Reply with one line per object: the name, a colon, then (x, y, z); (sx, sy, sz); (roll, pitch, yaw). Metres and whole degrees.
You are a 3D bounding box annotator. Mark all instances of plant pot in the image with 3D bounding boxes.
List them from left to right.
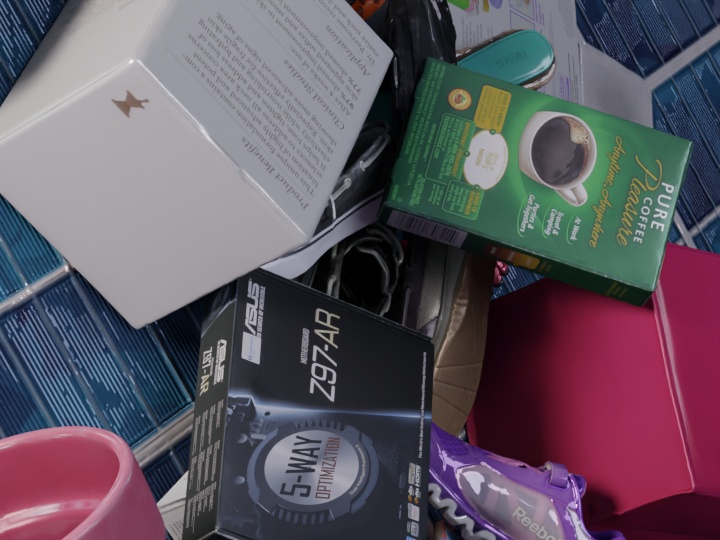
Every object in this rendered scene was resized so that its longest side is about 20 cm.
plant pot: (-0.184, 0.211, 1.385); (0.200, 0.200, 0.179); (-47, 123, -50)

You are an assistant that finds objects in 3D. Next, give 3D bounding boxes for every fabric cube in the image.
fabric cube: (0.216, 0.104, 1.882); (0.199, 0.200, 0.196); (12, 63, -45)

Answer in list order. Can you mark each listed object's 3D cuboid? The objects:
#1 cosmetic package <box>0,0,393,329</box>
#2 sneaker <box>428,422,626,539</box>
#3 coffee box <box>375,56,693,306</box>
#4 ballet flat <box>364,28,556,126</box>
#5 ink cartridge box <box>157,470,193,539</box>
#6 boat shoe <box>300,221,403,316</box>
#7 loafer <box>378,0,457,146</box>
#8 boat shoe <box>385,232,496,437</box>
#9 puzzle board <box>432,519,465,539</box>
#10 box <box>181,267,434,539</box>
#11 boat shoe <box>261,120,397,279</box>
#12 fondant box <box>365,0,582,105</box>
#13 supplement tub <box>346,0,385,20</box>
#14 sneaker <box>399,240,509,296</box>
cosmetic package: (-0.112, -0.107, 1.641); (0.167, 0.166, 0.200); (47, 41, -21)
sneaker: (0.108, 0.158, 1.753); (0.200, 0.088, 0.080); (44, 5, -4)
coffee box: (0.121, -0.061, 1.760); (0.200, 0.044, 0.123); (16, 68, -2)
ballet flat: (0.055, -0.127, 1.913); (0.200, 0.067, 0.068); (-16, 78, -17)
ink cartridge box: (-0.028, 0.186, 1.682); (0.200, 0.044, 0.174); (56, 40, -11)
boat shoe: (0.000, 0.000, 1.796); (0.071, 0.064, 0.200); (43, 43, -25)
loafer: (0.035, -0.156, 1.845); (0.068, 0.070, 0.201); (48, 29, -64)
boat shoe: (0.051, 0.038, 1.821); (0.072, 0.065, 0.200); (15, 85, -60)
puzzle board: (0.092, 0.289, 1.753); (0.151, 0.017, 0.200); (40, 42, -52)
box: (-0.031, 0.111, 1.633); (0.160, 0.044, 0.200); (23, 53, -27)
boat shoe: (-0.041, -0.048, 1.736); (0.199, 0.074, 0.068); (-28, 121, -37)
fondant box: (0.091, -0.203, 2.018); (0.200, 0.058, 0.144); (25, 53, -41)
supplement tub: (-0.069, -0.256, 1.807); (0.200, 0.122, 0.123); (25, 53, -39)
sneaker: (0.086, -0.064, 1.920); (0.075, 0.081, 0.200); (40, 45, -25)
